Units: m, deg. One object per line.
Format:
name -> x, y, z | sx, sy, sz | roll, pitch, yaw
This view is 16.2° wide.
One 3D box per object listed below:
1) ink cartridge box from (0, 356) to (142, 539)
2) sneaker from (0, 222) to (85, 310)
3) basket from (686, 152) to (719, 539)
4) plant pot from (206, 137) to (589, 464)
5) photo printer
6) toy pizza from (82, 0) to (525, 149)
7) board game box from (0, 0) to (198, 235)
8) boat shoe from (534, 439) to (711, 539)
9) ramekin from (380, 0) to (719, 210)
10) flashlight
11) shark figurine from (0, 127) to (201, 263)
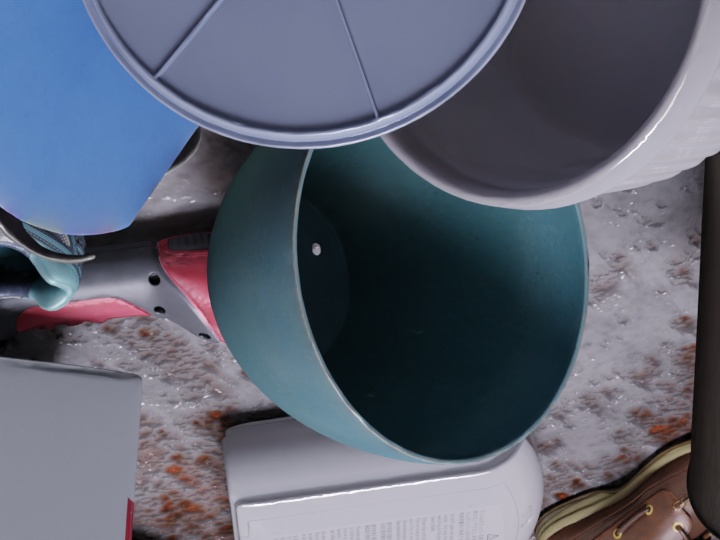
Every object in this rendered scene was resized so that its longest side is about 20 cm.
ink cartridge box -> -0.220, 0.131, 1.381 | 0.144, 0.146, 0.200 | 7, 167, -22
sneaker -> -0.233, -0.014, 1.265 | 0.199, 0.087, 0.078 | -3, 146, -10
basket -> 0.235, 0.018, 1.291 | 0.135, 0.180, 0.201 | 5, 117, 19
plant pot -> 0.000, 0.000, 1.277 | 0.200, 0.201, 0.134 | 20, 162, -38
photo printer -> 0.016, 0.146, 1.590 | 0.199, 0.070, 0.167 | -8, 147, -3
toy pizza -> -0.023, -0.150, 1.039 | 0.199, 0.201, 0.032 | -12, 179, 5
board game box -> -0.120, -0.116, 1.085 | 0.039, 0.200, 0.158 | 13, 151, 41
boat shoe -> 0.206, 0.167, 1.672 | 0.200, 0.068, 0.072 | -30, 142, 29
ramekin -> 0.095, -0.125, 1.081 | 0.200, 0.201, 0.105 | -34, 158, 34
flashlight -> -0.138, 0.018, 1.359 | 0.199, 0.068, 0.068 | -9, 161, -1
shark figurine -> -0.131, -0.080, 1.182 | 0.128, 0.214, 0.090 | -1, 119, 45
